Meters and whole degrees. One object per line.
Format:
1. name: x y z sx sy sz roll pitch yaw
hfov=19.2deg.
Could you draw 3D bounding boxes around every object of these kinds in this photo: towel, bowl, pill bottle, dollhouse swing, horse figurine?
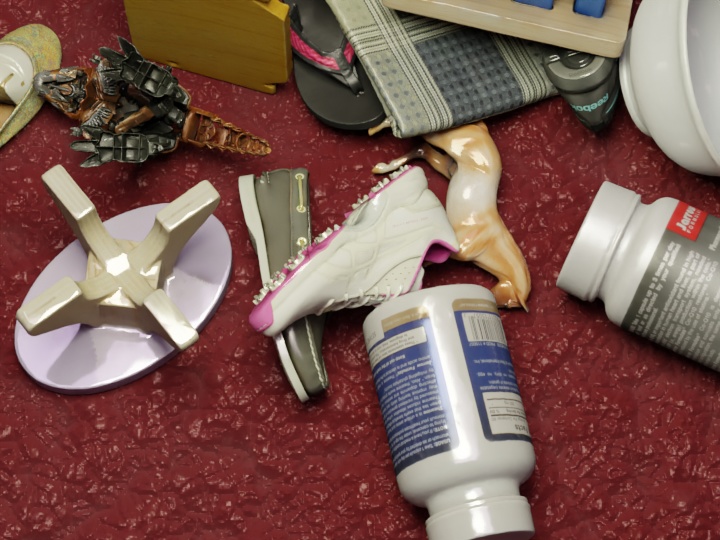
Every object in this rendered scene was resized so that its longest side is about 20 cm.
1. towel: 0.060 -0.213 1.795 0.192 0.035 0.200 -19 75 -33
2. bowl: 0.275 -0.164 1.758 0.090 0.201 0.201 -8 67 34
3. pill bottle: 0.268 0.011 1.713 0.200 0.114 0.114 25 73 7
4. dollhouse swing: -0.122 -0.280 1.764 0.182 0.200 0.176 16 71 5
5. horse figurine: 0.073 -0.063 1.772 0.132 0.050 0.200 -2 74 5
6. pill bottle: 0.075 0.121 1.676 0.111 0.111 0.200 -11 72 -4

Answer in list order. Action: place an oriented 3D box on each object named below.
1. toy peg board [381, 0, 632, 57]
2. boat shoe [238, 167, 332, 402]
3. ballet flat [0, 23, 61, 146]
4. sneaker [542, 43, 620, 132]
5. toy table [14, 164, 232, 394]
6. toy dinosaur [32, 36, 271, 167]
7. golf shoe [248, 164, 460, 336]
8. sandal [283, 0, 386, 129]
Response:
1. toy peg board: 0.136 -0.292 1.749 0.200 0.098 0.199 13 45 3
2. boat shoe: -0.051 0.008 1.734 0.060 0.072 0.202 -14 68 0
3. ballet flat: -0.319 -0.134 1.783 0.071 0.071 0.200 33 74 10
4. sneaker: 0.182 -0.201 1.803 0.075 0.079 0.200 -13 44 16
5. toy table: -0.192 0.008 1.710 0.184 0.117 0.200 39 74 11
6. toy dinosaur: -0.175 -0.135 1.749 0.200 0.136 0.102 -4 90 10
7. golf shoe: 0.000 0.000 1.682 0.200 0.075 0.092 -40 94 -26
8. sandal: -0.031 -0.204 1.805 0.075 0.045 0.200 -19 64 -2
